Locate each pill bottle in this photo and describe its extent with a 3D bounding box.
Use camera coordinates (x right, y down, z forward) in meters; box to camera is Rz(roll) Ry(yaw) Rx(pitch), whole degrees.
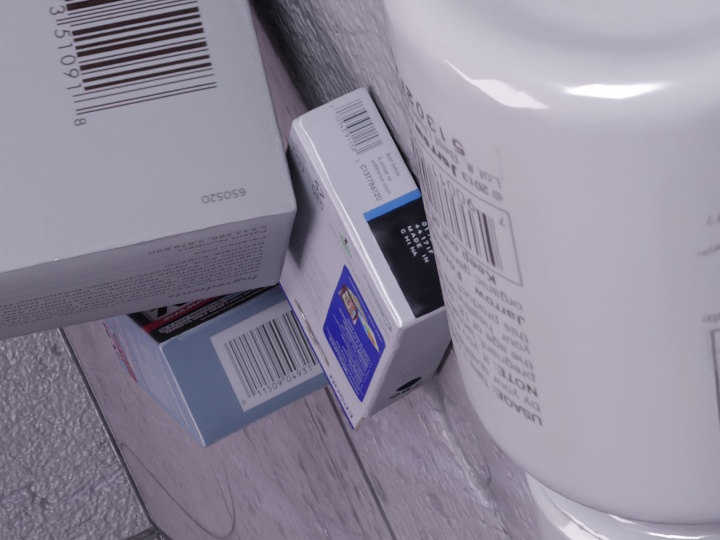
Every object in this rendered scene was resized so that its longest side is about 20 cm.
[{"bbox_3d":[0.073,-0.008,0.625,0.114,0.114,0.200,54,165,41],"label":"pill bottle"}]

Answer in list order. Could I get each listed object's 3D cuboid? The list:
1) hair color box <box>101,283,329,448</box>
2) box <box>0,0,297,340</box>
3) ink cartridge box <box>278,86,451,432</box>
[{"bbox_3d":[-0.070,0.021,1.391,0.061,0.099,0.200,67,169,-15],"label":"hair color box"},{"bbox_3d":[-0.146,-0.081,1.168,0.131,0.199,0.200,109,147,-75],"label":"box"},{"bbox_3d":[0.000,0.000,1.181,0.100,0.039,0.200,62,167,10],"label":"ink cartridge box"}]
